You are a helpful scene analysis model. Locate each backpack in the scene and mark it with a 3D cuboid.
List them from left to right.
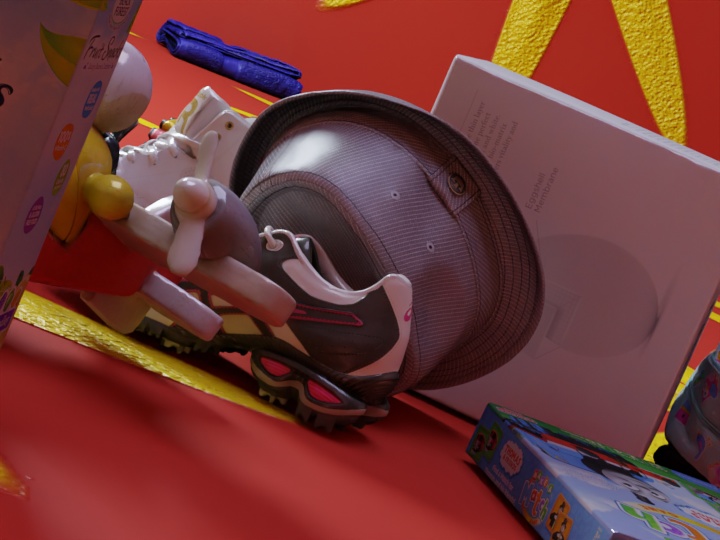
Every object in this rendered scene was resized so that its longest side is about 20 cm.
[{"bbox_3d":[0.272,0.098,1.364,0.167,0.127,0.200,30,13,24],"label":"backpack"}]

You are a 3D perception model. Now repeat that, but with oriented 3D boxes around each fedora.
[{"bbox_3d":[0.000,0.000,1.174,0.200,0.177,0.090,62,33,-15],"label":"fedora"}]

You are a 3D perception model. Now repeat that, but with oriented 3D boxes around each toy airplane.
[{"bbox_3d":[-0.130,-0.040,1.006,0.200,0.141,0.199,21,7,-12],"label":"toy airplane"}]

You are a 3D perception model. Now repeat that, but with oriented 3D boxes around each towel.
[{"bbox_3d":[-0.184,-0.305,3.022,0.200,0.050,0.148,20,9,-22],"label":"towel"}]

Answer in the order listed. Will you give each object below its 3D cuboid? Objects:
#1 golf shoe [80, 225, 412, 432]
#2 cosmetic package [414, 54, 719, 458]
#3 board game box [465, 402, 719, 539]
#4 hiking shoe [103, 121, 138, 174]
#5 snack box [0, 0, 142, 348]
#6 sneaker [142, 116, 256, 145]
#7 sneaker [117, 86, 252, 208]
[{"bbox_3d":[-0.063,0.010,1.126,0.200,0.088,0.077,24,9,17],"label":"golf shoe"},{"bbox_3d":[0.118,-0.002,1.312,0.200,0.200,0.123,25,8,10],"label":"cosmetic package"},{"bbox_3d":[0.153,0.135,1.090,0.151,0.037,0.200,21,9,-18],"label":"board game box"},{"bbox_3d":[-0.210,-0.070,1.174,0.076,0.101,0.200,28,9,33],"label":"hiking shoe"},{"bbox_3d":[-0.196,-0.067,0.834,0.169,0.200,0.068,23,7,4],"label":"snack box"},{"bbox_3d":[-0.093,-0.069,1.656,0.082,0.078,0.200,31,20,24],"label":"sneaker"},{"bbox_3d":[-0.136,-0.072,1.361,0.200,0.116,0.074,17,11,-29],"label":"sneaker"}]
